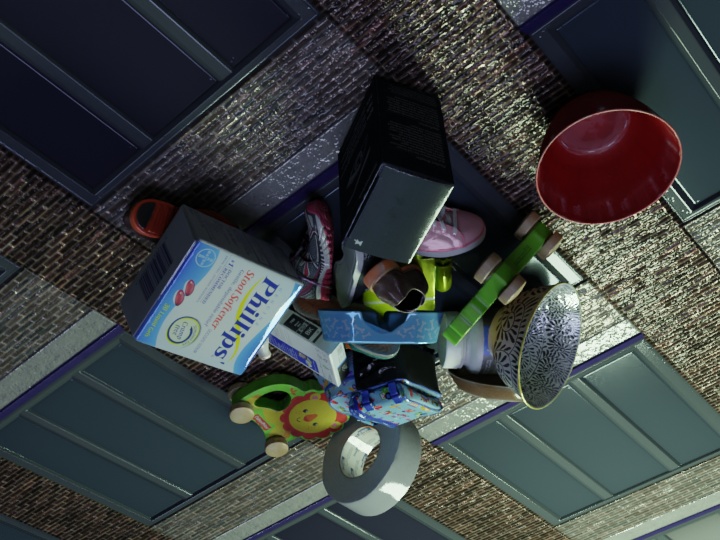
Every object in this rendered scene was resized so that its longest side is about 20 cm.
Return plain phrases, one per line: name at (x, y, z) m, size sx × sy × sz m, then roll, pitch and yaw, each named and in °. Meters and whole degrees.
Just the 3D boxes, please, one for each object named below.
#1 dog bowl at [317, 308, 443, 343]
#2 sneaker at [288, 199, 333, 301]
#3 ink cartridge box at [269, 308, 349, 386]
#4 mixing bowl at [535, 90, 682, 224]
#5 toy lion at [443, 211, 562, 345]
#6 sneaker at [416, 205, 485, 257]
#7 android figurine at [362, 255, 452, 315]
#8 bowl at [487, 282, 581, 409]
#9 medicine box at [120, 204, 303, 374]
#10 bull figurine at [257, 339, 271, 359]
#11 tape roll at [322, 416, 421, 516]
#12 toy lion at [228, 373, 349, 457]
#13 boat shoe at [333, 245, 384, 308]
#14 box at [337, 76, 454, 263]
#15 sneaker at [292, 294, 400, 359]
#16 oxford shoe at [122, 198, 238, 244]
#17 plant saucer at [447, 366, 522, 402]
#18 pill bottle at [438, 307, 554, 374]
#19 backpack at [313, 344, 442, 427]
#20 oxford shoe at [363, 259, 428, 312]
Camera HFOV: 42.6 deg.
dog bowl at (0.031, 0.086, 1.435) m, size 0.197 × 0.050 × 0.111 m, roll 2°, pitch 180°, yaw -5°
sneaker at (-0.078, -0.023, 1.436) m, size 0.073 × 0.081 × 0.202 m, roll 2°, pitch 136°, yaw -3°
ink cartridge box at (-0.109, 0.111, 1.546) m, size 0.199 × 0.039 × 0.100 m, roll 28°, pitch 151°, yaw 26°
mixing bowl at (0.333, -0.174, 1.289) m, size 0.197 × 0.109 × 0.202 m, roll -2°, pitch 135°, yaw -2°
toy lion at (0.208, 0.026, 1.434) m, size 0.069 × 0.200 × 0.192 m, roll 41°, pitch 142°, yaw 8°
sneaker at (0.093, -0.080, 1.391) m, size 0.197 × 0.076 × 0.105 m, roll 0°, pitch 141°, yaw 3°
android figurine at (0.062, 0.018, 1.514) m, size 0.179 × 0.041 × 0.202 m, roll -5°, pitch 135°, yaw 2°
bowl at (0.263, 0.107, 1.456) m, size 0.093 × 0.202 × 0.202 m, roll 16°, pitch 149°, yaw 38°
medicine box at (-0.219, 0.033, 1.370) m, size 0.199 × 0.103 × 0.183 m, roll 24°, pitch 108°, yaw -38°
bull figurine at (-0.235, 0.106, 1.540) m, size 0.198 × 0.065 × 0.122 m, roll 24°, pitch 135°, yaw 8°
tape roll at (0.019, 0.352, 1.734) m, size 0.199 × 0.202 × 0.066 m, roll -35°, pitch 128°, yaw 28°
toy lion at (-0.124, 0.259, 1.737) m, size 0.190 × 0.069 × 0.200 m, roll -27°, pitch 131°, yaw 13°
boat shoe at (0.000, 0.000, 1.410) m, size 0.060 × 0.077 × 0.200 m, roll -13°, pitch 163°, yaw -16°
box at (0.042, -0.136, 1.243) m, size 0.103 × 0.202 × 0.149 m, roll 14°, pitch 133°, yaw -17°
sneaker at (-0.021, 0.097, 1.535) m, size 0.198 × 0.072 × 0.080 m, roll 27°, pitch 154°, yaw 18°
oxford shoe at (-0.267, -0.061, 1.412) m, size 0.198 × 0.072 × 0.072 m, roll 22°, pitch 165°, yaw -33°
plant saucer at (0.249, 0.192, 1.602) m, size 0.197 × 0.200 × 0.035 m, roll 2°, pitch 97°, yaw -5°
pill bottle at (0.236, 0.120, 1.574) m, size 0.197 × 0.115 × 0.115 m, roll 1°, pitch 135°, yaw -5°
backpack at (0.023, 0.200, 1.613) m, size 0.198 × 0.136 × 0.182 m, roll -20°, pitch 152°, yaw 24°
oxford shoe at (0.067, 0.036, 1.399) m, size 0.071 × 0.073 × 0.200 m, roll -45°, pitch 161°, yaw 14°
